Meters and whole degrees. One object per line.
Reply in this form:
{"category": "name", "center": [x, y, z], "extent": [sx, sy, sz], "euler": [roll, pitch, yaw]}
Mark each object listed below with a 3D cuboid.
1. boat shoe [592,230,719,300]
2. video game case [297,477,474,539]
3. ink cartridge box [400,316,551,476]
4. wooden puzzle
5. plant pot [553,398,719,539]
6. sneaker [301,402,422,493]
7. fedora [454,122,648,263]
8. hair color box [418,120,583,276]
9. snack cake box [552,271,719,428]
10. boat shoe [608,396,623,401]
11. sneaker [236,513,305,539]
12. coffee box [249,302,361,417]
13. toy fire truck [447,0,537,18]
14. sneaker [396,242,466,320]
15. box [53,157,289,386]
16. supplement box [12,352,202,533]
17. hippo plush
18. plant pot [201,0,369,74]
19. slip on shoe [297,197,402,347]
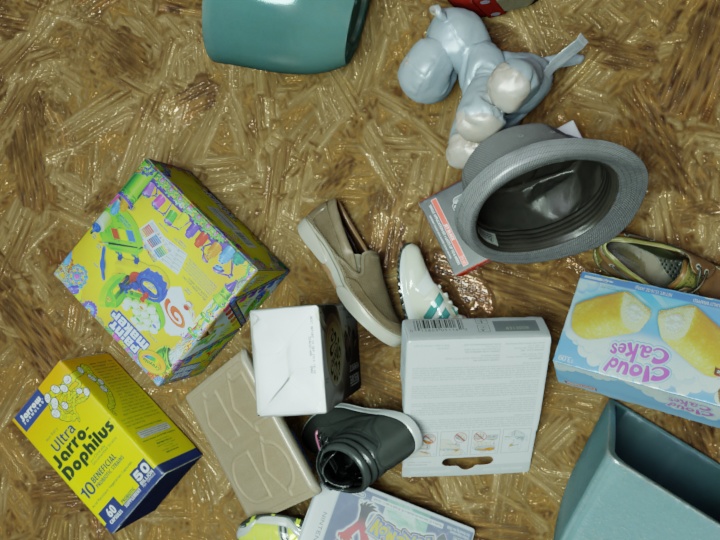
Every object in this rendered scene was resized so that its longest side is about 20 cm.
{"category": "boat shoe", "center": [0.355, 0.013, 0.858], "extent": [0.199, 0.068, 0.072], "euler": [20, 93, 12]}
{"category": "video game case", "center": [0.016, 0.356, 0.901], "extent": [0.199, 0.023, 0.183], "euler": [22, 70, -2]}
{"category": "ink cartridge box", "center": [0.126, 0.148, 0.889], "extent": [0.159, 0.047, 0.201], "euler": [-1, 120, -4]}
{"category": "wooden puzzle", "center": [-0.128, 0.204, 0.948], "extent": [0.200, 0.046, 0.186], "euler": [-39, 77, 50]}
{"category": "plant pot", "center": [0.295, 0.292, 0.813], "extent": [0.195, 0.196, 0.201], "euler": [32, 106, 12]}
{"category": "sneaker", "center": [-0.030, 0.206, 0.897], "extent": [0.199, 0.099, 0.071], "euler": [-12, 100, 49]}
{"category": "fedora", "center": [0.187, -0.092, 0.813], "extent": [0.199, 0.177, 0.091], "euler": [-10, 52, -6]}
{"category": "hair color box", "center": [0.180, -0.081, 0.907], "extent": [0.199, 0.061, 0.102], "euler": [-28, 82, 11]}
{"category": "snack cake box", "center": [0.320, 0.085, 0.826], "extent": [0.199, 0.067, 0.116], "euler": [13, 67, 27]}
{"category": "boat shoe", "center": [0.376, 0.134, 0.851], "extent": [0.199, 0.072, 0.062], "euler": [12, 86, 15]}
{"category": "sneaker", "center": [-0.060, 0.353, 0.935], "extent": [0.199, 0.076, 0.077], "euler": [15, 60, 9]}
{"category": "coffee box", "center": [-0.058, 0.096, 0.892], "extent": [0.079, 0.200, 0.114], "euler": [-5, 87, 10]}
{"category": "toy fire truck", "center": [0.100, -0.390, 0.909], "extent": [0.199, 0.128, 0.177], "euler": [-6, 88, 25]}
{"category": "sneaker", "center": [0.100, 0.060, 0.927], "extent": [0.093, 0.070, 0.201], "euler": [-12, 89, 2]}
{"category": "box", "center": [-0.236, 0.002, 0.978], "extent": [0.200, 0.122, 0.193], "euler": [44, 99, 10]}
{"category": "supplement box", "center": [-0.327, 0.218, 1.004], "extent": [0.200, 0.109, 0.109], "euler": [43, 99, 11]}
{"category": "hippo plush", "center": [0.128, -0.232, 0.871], "extent": [0.161, 0.159, 0.200], "euler": [43, 100, 10]}
{"category": "plant pot", "center": [-0.075, -0.325, 0.912], "extent": [0.160, 0.201, 0.202], "euler": [16, 93, 3]}
{"category": "slip on shoe", "center": [0.000, 0.000, 0.940], "extent": [0.061, 0.076, 0.200], "euler": [-41, 68, 16]}
